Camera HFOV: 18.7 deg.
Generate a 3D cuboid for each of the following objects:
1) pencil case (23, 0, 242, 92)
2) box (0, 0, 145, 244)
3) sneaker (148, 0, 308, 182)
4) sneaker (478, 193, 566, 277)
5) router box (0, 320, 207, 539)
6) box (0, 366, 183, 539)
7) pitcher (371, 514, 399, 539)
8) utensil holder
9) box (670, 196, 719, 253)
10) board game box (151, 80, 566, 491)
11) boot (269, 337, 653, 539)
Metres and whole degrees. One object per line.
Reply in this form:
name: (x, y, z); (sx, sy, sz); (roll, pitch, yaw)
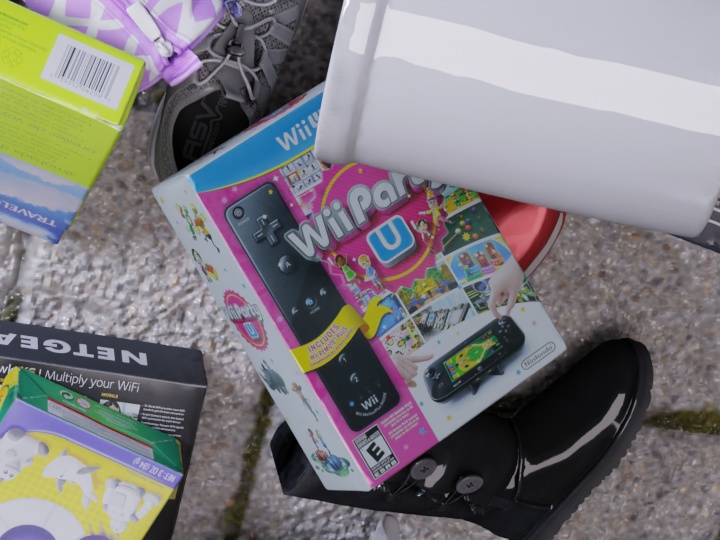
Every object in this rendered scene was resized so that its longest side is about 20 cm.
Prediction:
pencil case: (-0.160, -0.176, 1.150); (0.084, 0.086, 0.200); (-41, 112, 15)
box: (-0.196, -0.084, 1.197); (0.122, 0.200, 0.048); (23, 68, -9)
sneaker: (-0.068, -0.124, 1.239); (0.075, 0.082, 0.200); (9, 114, -14)
sneaker: (0.027, -0.002, 1.289); (0.200, 0.116, 0.078); (-37, 75, 9)
router box: (-0.208, 0.114, 1.352); (0.200, 0.052, 0.157); (10, 114, -14)
box: (-0.206, 0.167, 1.323); (0.117, 0.048, 0.200); (26, 110, -19)
pitcher: (-0.047, 0.264, 1.402); (0.200, 0.121, 0.172); (-19, 100, 7)
utensil holder: (0.092, -0.114, 1.108); (0.200, 0.170, 0.170); (15, 114, 1)
box: (0.217, -0.125, 1.262); (0.200, 0.123, 0.199); (20, 112, -17)
board game box: (0.000, 0.000, 1.216); (0.147, 0.064, 0.200); (-34, 98, -21)
boot: (0.064, 0.090, 1.362); (0.200, 0.066, 0.165); (19, 113, -26)
